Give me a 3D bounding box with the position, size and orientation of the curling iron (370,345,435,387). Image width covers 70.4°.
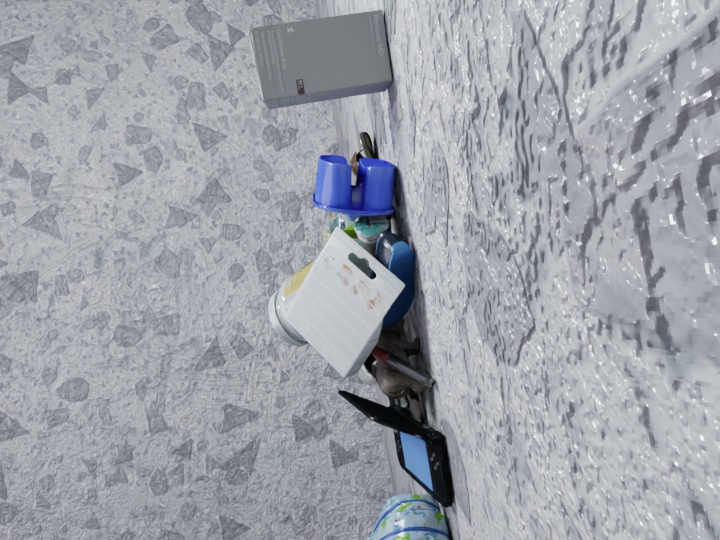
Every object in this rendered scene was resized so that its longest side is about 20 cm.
[{"bbox_3d":[0.046,0.136,0.854,0.200,0.025,0.050,34,115,41],"label":"curling iron"}]

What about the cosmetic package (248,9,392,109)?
[{"bbox_3d":[-0.057,-0.318,0.777,0.090,0.198,0.108,-105,4,-81],"label":"cosmetic package"}]

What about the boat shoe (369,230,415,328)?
[{"bbox_3d":[0.054,0.014,0.870,0.069,0.084,0.201,55,147,37],"label":"boat shoe"}]

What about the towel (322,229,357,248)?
[{"bbox_3d":[0.000,0.000,1.085,0.199,0.036,0.149,22,137,32],"label":"towel"}]

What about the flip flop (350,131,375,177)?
[{"bbox_3d":[0.006,-0.236,1.169,0.200,0.057,0.082,88,172,-71],"label":"flip flop"}]

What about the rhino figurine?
[{"bbox_3d":[0.063,0.145,0.915,0.201,0.087,0.060,-102,5,-49],"label":"rhino figurine"}]

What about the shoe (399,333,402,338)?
[{"bbox_3d":[0.063,0.133,1.173,0.200,0.071,0.091,-71,6,-60],"label":"shoe"}]

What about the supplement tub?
[{"bbox_3d":[-0.068,0.052,0.993,0.145,0.199,0.146,39,-146,-33],"label":"supplement tub"}]

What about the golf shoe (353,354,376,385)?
[{"bbox_3d":[0.018,0.129,1.034,0.097,0.078,0.202,143,118,-73],"label":"golf shoe"}]

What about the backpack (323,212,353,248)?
[{"bbox_3d":[-0.022,-0.071,1.394,0.176,0.152,0.201,165,89,-82],"label":"backpack"}]

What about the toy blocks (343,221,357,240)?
[{"bbox_3d":[0.019,-0.110,1.138,0.137,0.099,0.201,-84,-9,-51],"label":"toy blocks"}]

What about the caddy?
[{"bbox_3d":[-0.013,-0.140,0.896,0.200,0.140,0.106,-106,20,-72],"label":"caddy"}]

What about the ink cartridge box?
[{"bbox_3d":[-0.024,0.053,0.857,0.160,0.201,0.047,41,-158,22],"label":"ink cartridge box"}]

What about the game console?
[{"bbox_3d":[0.053,0.294,0.864,0.200,0.116,0.177,-179,79,-72],"label":"game console"}]

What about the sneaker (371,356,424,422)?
[{"bbox_3d":[0.092,0.236,0.994,0.073,0.080,0.201,8,127,43],"label":"sneaker"}]

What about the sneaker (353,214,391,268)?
[{"bbox_3d":[0.026,-0.065,0.953,0.200,0.077,0.092,-71,-27,-66],"label":"sneaker"}]

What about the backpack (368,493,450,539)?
[{"bbox_3d":[0.088,0.498,0.928,0.200,0.162,0.155,97,179,-57],"label":"backpack"}]
